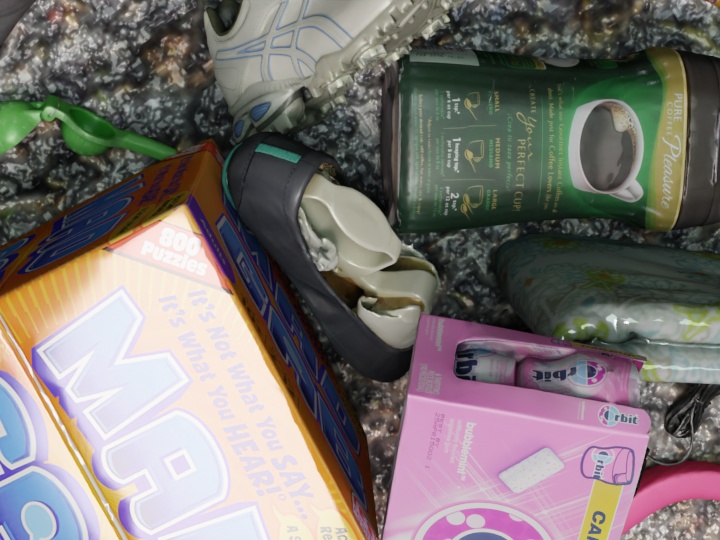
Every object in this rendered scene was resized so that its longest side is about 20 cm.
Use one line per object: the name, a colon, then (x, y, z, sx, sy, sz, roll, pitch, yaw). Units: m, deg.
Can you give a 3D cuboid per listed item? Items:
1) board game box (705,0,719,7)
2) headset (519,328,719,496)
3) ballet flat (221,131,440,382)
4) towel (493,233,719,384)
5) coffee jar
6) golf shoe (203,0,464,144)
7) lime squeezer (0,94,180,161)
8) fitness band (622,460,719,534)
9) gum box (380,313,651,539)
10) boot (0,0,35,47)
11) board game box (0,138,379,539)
board game box: (0.173, -0.221, 0.895, 0.198, 0.030, 0.096, 21, 96, -11)
headset: (0.126, 0.081, 0.886, 0.199, 0.124, 0.094, 5, 133, -36)
ballet flat: (0.000, 0.000, 0.840, 0.073, 0.073, 0.200, -38, 132, 0)
towel: (0.183, 0.020, 0.856, 0.198, 0.171, 0.049, 3, 101, -6)
coffee jar: (0.112, -0.074, 0.877, 0.198, 0.085, 0.105, 0, 102, -5)
golf shoe: (-0.023, -0.138, 0.812, 0.078, 0.199, 0.098, -29, 90, -43)
lime squeezer: (-0.168, -0.063, 0.874, 0.198, 0.038, 0.071, -8, 99, -6)
fitness band: (0.177, 0.206, 0.950, 0.199, 0.037, 0.144, -37, 100, -1)
gum box: (0.069, 0.119, 0.779, 0.112, 0.066, 0.201, 9, 125, 2)
boot: (-0.203, -0.154, 0.809, 0.070, 0.132, 0.200, 39, 92, -10)
board game box: (-0.123, 0.078, 0.803, 0.199, 0.200, 0.201, -26, 103, 5)
